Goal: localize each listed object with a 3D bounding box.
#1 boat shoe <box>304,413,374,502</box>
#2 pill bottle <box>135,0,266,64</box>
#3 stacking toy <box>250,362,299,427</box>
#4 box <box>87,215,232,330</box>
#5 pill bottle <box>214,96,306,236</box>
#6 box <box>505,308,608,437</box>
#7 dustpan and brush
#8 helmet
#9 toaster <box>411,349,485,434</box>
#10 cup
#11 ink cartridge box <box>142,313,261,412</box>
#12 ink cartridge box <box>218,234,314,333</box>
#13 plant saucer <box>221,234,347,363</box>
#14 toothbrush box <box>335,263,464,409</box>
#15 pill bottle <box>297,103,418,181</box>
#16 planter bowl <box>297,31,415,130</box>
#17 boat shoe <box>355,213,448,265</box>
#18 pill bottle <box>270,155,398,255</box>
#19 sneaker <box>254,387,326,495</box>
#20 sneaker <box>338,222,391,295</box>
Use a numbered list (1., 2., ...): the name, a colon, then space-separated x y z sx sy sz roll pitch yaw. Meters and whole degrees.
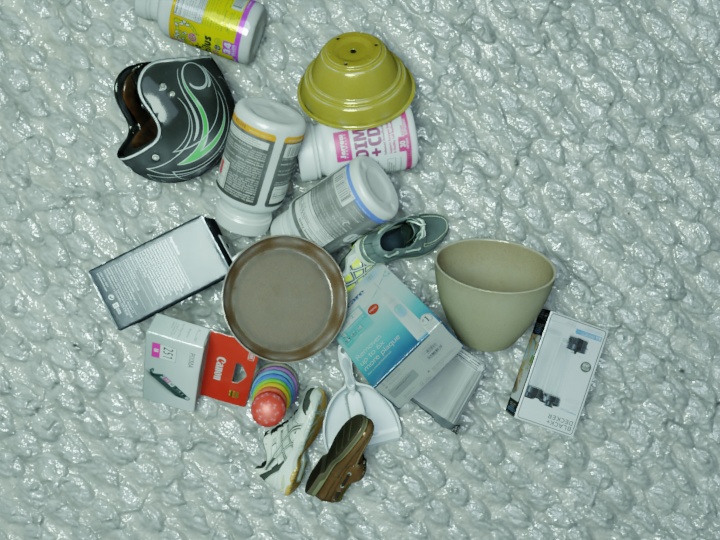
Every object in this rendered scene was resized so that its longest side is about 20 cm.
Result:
1. boat shoe: -0.021 0.323 1.185 0.068 0.072 0.200 28 123 -10
2. pill bottle: -0.266 -0.425 1.156 0.199 0.104 0.105 19 90 -4
3. stacking toy: -0.144 0.206 1.131 0.085 0.200 0.086 0 91 -4
4. box: -0.315 0.001 1.141 0.199 0.148 0.107 -28 93 -2
5. pill bottle: -0.166 -0.163 1.109 0.116 0.117 0.201 20 119 -4
6. box: 0.349 0.181 1.235 0.116 0.060 0.201 20 90 -4
7. dustpan and brush: -0.012 0.222 1.210 0.139 0.057 0.201 -14 92 -3
8. helmet: -0.298 -0.240 1.116 0.199 0.200 0.192 -8 107 -4
9. toaster: 0.125 0.180 1.194 0.200 0.114 0.129 34 87 -3
10. cup: 0.218 0.051 1.174 0.199 0.201 0.144 1 117 -4
11. ink cartridge box: -0.265 0.167 1.139 0.173 0.200 0.044 18 46 -4
12. ink cartridge box: -0.156 0.012 1.167 0.068 0.116 0.201 -31 94 -4
13. plant saucer: -0.120 0.044 1.094 0.199 0.032 0.201 2 84 -17
14. toothbrush box: 0.047 0.100 1.126 0.146 0.200 0.085 -43 129 1
15. pill bottle: -0.009 -0.214 1.173 0.199 0.113 0.114 -11 92 -3
16. planter bowl: -0.009 -0.330 1.135 0.199 0.084 0.201 -2 54 2
17. boat shoe: 0.085 -0.057 1.172 0.199 0.062 0.073 -18 88 -35
18. pill bottle: -0.046 -0.092 1.139 0.200 0.114 0.114 -29 94 29
19. sneaker: -0.124 0.284 1.186 0.087 0.076 0.201 24 100 17
20. sneaker: 0.000 0.000 1.200 0.076 0.075 0.200 33 90 -4
